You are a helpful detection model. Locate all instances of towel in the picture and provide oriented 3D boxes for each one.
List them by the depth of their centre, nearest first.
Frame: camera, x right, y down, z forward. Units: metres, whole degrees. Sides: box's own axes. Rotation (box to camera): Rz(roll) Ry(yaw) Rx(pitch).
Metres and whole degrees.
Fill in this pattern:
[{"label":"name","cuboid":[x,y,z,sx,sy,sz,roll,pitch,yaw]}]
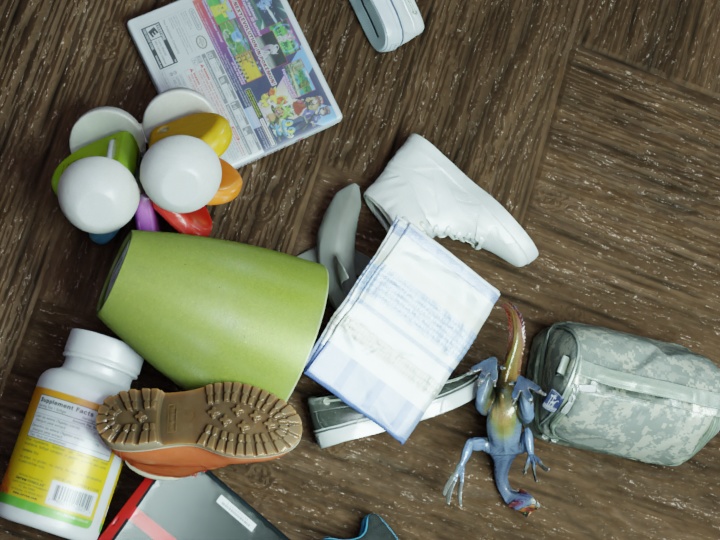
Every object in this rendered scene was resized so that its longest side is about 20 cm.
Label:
[{"label":"towel","cuboid":[0.044,0.062,1.413,0.146,0.024,0.201,35,82,-11]}]

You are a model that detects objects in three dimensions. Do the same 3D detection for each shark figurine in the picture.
[{"label":"shark figurine","cuboid":[-0.002,0.023,1.457,0.127,0.089,0.216,-30,88,-11]}]

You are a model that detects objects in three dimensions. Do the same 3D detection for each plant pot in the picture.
[{"label":"plant pot","cuboid":[-0.162,0.042,1.355,0.198,0.187,0.189,24,77,-15]}]

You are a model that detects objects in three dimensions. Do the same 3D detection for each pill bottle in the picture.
[{"label":"pill bottle","cuboid":[-0.291,0.168,1.362,0.110,0.111,0.202,19,77,-7]}]

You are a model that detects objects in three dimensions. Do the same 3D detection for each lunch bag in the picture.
[{"label":"lunch bag","cuboid":[0.285,0.132,1.453,0.197,0.168,0.141,13,78,-8]}]

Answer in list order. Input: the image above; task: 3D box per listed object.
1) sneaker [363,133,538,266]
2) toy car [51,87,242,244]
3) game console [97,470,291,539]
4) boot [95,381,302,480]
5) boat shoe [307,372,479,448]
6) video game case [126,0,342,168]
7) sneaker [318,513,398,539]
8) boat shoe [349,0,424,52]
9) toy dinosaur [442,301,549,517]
[{"label":"sneaker","cuboid":[0.096,-0.047,1.500,0.200,0.074,0.116,41,77,8]},{"label":"toy car","cuboid":[-0.221,-0.090,1.405,0.197,0.176,0.151,-14,123,2]},{"label":"game console","cuboid":[-0.176,0.310,1.378,0.200,0.031,0.178,44,69,-21]},{"label":"boot","cuboid":[-0.152,0.166,1.309,0.197,0.108,0.076,2,56,6]},{"label":"boat shoe","cuboid":[0.040,0.137,1.453,0.197,0.071,0.065,-15,88,-12]},{"label":"video game case","cuboid":[-0.142,-0.225,1.504,0.181,0.023,0.202,-25,85,-14]},{"label":"sneaker","cuboid":[-0.043,0.332,1.410,0.198,0.073,0.083,-24,83,-24]},{"label":"boat shoe","cuboid":[0.009,-0.353,1.539,0.066,0.073,0.202,-25,96,-29]},{"label":"toy dinosaur","cuboid":[0.171,0.174,1.441,0.104,0.183,0.201,14,55,22]}]
